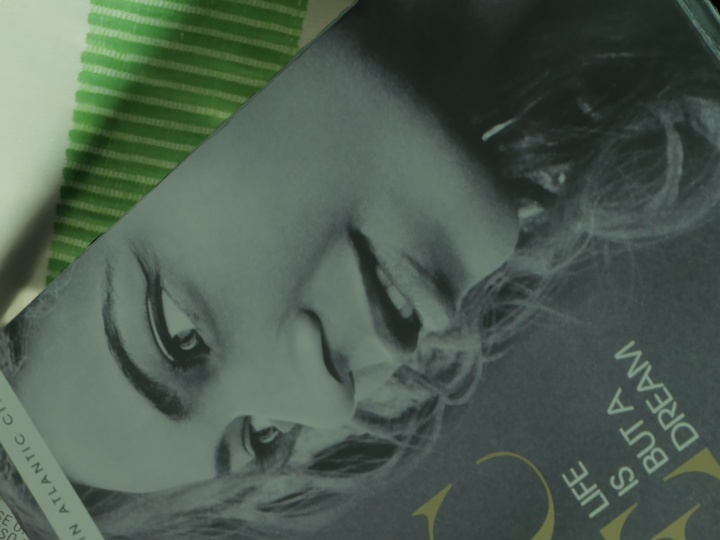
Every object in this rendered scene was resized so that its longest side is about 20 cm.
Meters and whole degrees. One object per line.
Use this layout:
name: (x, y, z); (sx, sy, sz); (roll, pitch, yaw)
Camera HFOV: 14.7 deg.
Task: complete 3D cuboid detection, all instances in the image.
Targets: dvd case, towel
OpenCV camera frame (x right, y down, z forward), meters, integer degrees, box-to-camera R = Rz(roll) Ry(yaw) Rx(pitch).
dvd case: (0.013, 0.029, 0.565); (0.200, 0.149, 0.016); (-41, 165, 30)
towel: (-0.087, -0.041, 0.600); (0.200, 0.153, 0.023); (1, -145, -19)

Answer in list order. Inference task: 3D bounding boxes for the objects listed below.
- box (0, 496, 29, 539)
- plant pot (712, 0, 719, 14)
box: (-0.120, 0.049, 0.749); (0.117, 0.060, 0.200); (30, -172, -16)
plant pot: (0.133, -0.022, 0.613); (0.187, 0.187, 0.200); (1, -169, 37)
